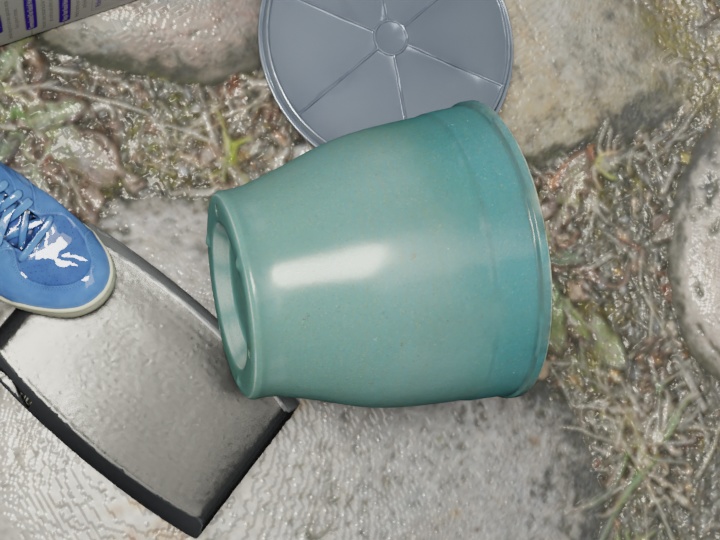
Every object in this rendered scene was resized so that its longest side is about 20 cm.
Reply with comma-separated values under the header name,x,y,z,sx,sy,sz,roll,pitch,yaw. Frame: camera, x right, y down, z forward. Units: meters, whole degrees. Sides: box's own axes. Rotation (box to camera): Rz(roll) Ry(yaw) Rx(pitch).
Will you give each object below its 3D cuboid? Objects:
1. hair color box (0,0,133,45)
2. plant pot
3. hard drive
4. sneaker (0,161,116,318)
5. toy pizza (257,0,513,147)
name,x,y,z,sx,sy,sz,roll,pitch,yaw
hair color box,-0.202,-0.213,0.858,0.198,0.109,0.066,-24,90,-15
plant pot,0.000,0.000,0.836,0.185,0.200,0.204,-9,86,-16
hard drive,-0.150,0.076,0.874,0.199,0.042,0.135,41,76,-7
sneaker,-0.248,-0.046,0.806,0.199,0.111,0.077,36,76,7
toy pizza,0.019,-0.170,0.948,0.197,0.032,0.204,2,83,-13
